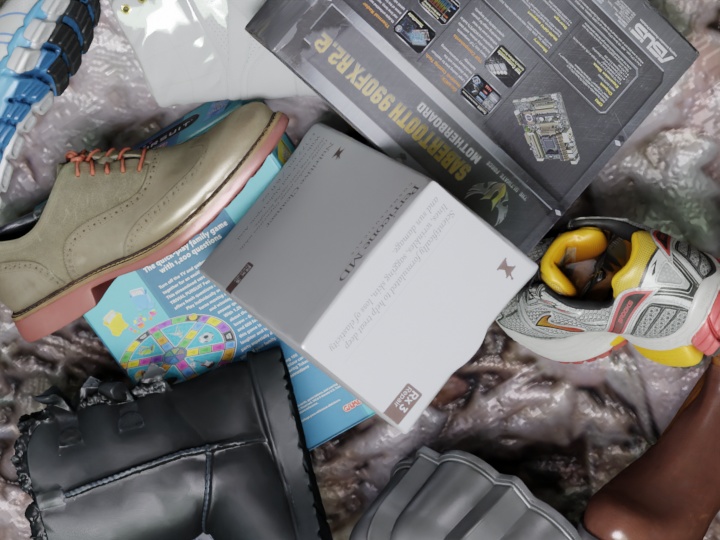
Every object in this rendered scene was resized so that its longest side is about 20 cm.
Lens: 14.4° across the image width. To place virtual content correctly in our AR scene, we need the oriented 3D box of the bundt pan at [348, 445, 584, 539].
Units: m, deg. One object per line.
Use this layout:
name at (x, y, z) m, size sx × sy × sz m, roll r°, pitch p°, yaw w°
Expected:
bundt pan at (0.065, 0.203, 1.634) m, size 0.202 × 0.076 × 0.202 m, roll 35°, pitch 146°, yaw 28°

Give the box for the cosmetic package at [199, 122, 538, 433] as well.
cosmetic package at (0.000, 0.000, 1.498) m, size 0.081 × 0.200 × 0.113 m, roll 40°, pitch 85°, yaw -20°

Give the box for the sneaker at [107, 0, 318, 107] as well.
sneaker at (-0.088, -0.178, 1.517) m, size 0.115 × 0.074 × 0.201 m, roll -7°, pitch 114°, yaw 3°

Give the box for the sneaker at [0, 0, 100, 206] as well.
sneaker at (-0.215, -0.104, 1.560) m, size 0.086 × 0.075 × 0.201 m, roll 27°, pitch 80°, yaw 17°

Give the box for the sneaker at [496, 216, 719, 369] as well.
sneaker at (0.124, 0.001, 1.554) m, size 0.082 × 0.200 × 0.078 m, roll 33°, pitch 73°, yaw -26°

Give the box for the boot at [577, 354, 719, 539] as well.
boot at (0.203, 0.057, 1.573) m, size 0.068 × 0.188 × 0.201 m, roll 34°, pitch 122°, yaw 35°

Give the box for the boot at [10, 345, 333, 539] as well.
boot at (-0.101, 0.144, 1.599) m, size 0.162 × 0.073 × 0.199 m, roll -15°, pitch 81°, yaw 2°

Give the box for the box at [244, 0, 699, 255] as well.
box at (0.062, -0.122, 1.517) m, size 0.200 × 0.048 × 0.159 m, roll 40°, pitch 92°, yaw -29°

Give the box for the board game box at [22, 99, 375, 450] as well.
board game box at (-0.073, 0.013, 1.639) m, size 0.151 × 0.047 × 0.200 m, roll -29°, pitch 108°, yaw 15°

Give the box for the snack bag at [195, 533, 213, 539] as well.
snack bag at (-0.071, 0.242, 1.660) m, size 0.021 × 0.200 × 0.189 m, roll -33°, pitch 107°, yaw 29°

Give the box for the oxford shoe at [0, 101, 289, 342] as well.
oxford shoe at (-0.129, -0.040, 1.557) m, size 0.200 × 0.070 × 0.075 m, roll -35°, pitch 102°, yaw 16°
